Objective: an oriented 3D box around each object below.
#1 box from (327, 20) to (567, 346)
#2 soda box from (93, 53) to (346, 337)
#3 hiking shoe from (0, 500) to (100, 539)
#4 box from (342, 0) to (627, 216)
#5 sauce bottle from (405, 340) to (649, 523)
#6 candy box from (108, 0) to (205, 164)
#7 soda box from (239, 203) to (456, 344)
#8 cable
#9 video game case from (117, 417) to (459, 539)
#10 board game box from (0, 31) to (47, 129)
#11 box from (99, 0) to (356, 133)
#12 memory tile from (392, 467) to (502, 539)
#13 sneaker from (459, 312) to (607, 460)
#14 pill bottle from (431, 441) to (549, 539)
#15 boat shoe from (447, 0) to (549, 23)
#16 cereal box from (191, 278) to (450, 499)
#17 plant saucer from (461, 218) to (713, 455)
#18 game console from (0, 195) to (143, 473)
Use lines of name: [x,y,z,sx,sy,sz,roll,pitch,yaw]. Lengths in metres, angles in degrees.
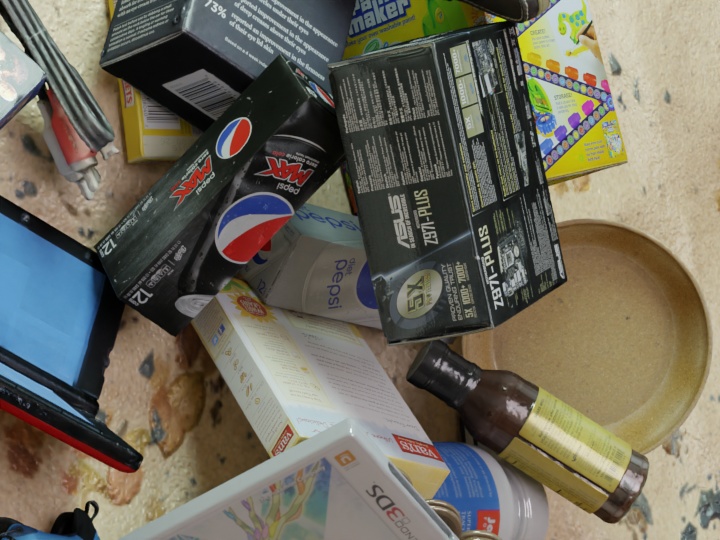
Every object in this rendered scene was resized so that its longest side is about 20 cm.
box: [0.065,-0.065,1.588,0.164,0.085,0.202,-28,107,-64]
soda box: [-0.095,-0.053,1.588,0.063,0.200,0.071,36,13,-38]
hiking shoe: [-0.247,0.211,1.488,0.199,0.074,0.087,-6,76,-52]
box: [0.081,-0.148,1.768,0.121,0.199,0.194,-13,87,-41]
sauce bottle: [0.128,0.119,1.733,0.199,0.065,0.065,34,57,-6]
candy box: [-0.143,-0.180,1.694,0.102,0.026,0.202,0,80,-45]
soda box: [0.000,0.000,1.730,0.199,0.068,0.064,14,112,-40]
cable: [-0.230,-0.143,1.573,0.050,0.097,0.201,-34,99,-5]
video game case: [-0.040,0.206,1.571,0.183,0.199,0.022,50,21,-33]
board game box: [-0.320,-0.111,1.488,0.135,0.035,0.200,41,53,-3]
box: [-0.088,-0.212,1.664,0.148,0.104,0.202,33,58,-34]
memory tile: [-0.004,0.225,1.616,0.153,0.200,0.017,35,28,-29]
sneaker: [0.147,0.092,1.825,0.075,0.115,0.202,17,69,-37]
pill bottle: [0.048,0.187,1.717,0.199,0.112,0.113,2,78,-40]
boat shoe: [0.043,-0.227,1.624,0.200,0.072,0.066,35,65,20]
cereal box: [-0.035,0.085,1.636,0.143,0.040,0.200,17,26,-37]
plant saucer: [0.178,0.056,1.773,0.198,0.035,0.202,0,100,-1]
game console: [-0.228,0.027,1.514,0.199,0.172,0.119,32,87,-31]
